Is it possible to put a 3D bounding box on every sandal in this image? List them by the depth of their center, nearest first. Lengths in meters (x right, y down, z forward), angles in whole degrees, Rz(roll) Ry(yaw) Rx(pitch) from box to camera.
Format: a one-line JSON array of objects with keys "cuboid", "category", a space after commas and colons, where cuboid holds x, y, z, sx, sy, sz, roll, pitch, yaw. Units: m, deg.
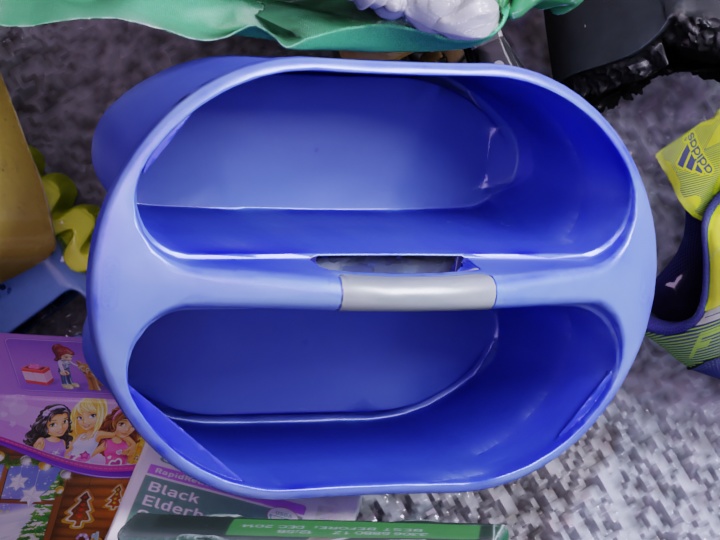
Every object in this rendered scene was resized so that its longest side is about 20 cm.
[{"cuboid": [-0.122, 0.012, 1.004, 0.087, 0.079, 0.200, -45, 81, 4], "category": "sandal"}]

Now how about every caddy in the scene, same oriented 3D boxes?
[{"cuboid": [0.000, 0.000, 0.874, 0.199, 0.105, 0.143, -1, 99, -23], "category": "caddy"}]

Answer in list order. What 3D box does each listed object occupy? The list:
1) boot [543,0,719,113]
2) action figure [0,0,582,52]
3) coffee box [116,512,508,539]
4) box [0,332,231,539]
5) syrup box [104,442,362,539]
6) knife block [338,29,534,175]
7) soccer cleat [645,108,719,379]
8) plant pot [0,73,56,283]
[{"cuboid": [0.150, -0.160, 0.990, 0.199, 0.076, 0.169, -17, 80, 11], "category": "boot"}, {"cuboid": [-0.017, -0.115, 0.892, 0.198, 0.055, 0.119, 9, 53, -12], "category": "action figure"}, {"cuboid": [-0.014, 0.178, 0.828, 0.122, 0.044, 0.202, 2, 95, 7], "category": "coffee box"}, {"cuboid": [-0.158, 0.085, 0.931, 0.199, 0.039, 0.138, 4, 124, -24], "category": "box"}, {"cuboid": [-0.059, 0.162, 0.930, 0.078, 0.082, 0.201, 14, 122, 3], "category": "syrup box"}, {"cuboid": [0.012, -0.111, 0.956, 0.064, 0.200, 0.176, -26, 53, 2], "category": "knife block"}, {"cuboid": [0.151, -0.044, 0.944, 0.083, 0.065, 0.201, 18, 123, -2], "category": "soccer cleat"}, {"cuboid": [-0.263, -0.053, 0.926, 0.193, 0.199, 0.197, -25, 82, 33], "category": "plant pot"}]
